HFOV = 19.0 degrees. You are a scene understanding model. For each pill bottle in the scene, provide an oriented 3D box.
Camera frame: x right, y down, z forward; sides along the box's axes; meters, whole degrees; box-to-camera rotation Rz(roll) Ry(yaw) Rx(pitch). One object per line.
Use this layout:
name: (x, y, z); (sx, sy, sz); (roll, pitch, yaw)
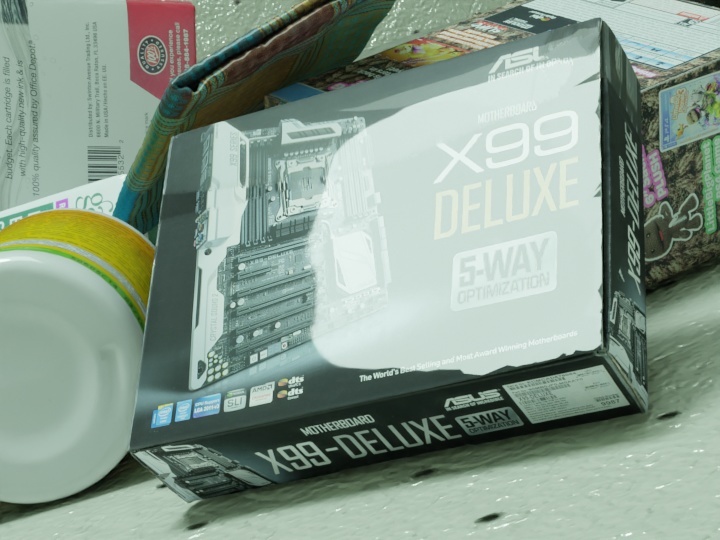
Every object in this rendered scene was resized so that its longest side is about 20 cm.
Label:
pill bottle: (-0.142, 0.031, 1.014); (0.111, 0.111, 0.200); (-16, 9, 5)

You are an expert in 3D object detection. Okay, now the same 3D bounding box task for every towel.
towel: (-0.051, -0.085, 1.064); (0.147, 0.022, 0.200); (-35, -5, -21)

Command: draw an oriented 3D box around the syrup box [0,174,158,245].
syrup box: (-0.195, 0.019, 1.191); (0.200, 0.079, 0.081); (-16, -24, 18)

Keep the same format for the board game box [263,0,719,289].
board game box: (0.084, -0.055, 1.020); (0.200, 0.097, 0.159); (-23, 27, -26)

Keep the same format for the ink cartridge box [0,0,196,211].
ink cartridge box: (-0.201, -0.086, 1.265); (0.200, 0.145, 0.084); (-1, -3, -27)

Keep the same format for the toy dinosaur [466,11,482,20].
toy dinosaur: (0.105, -0.087, 1.184); (0.200, 0.048, 0.088); (24, -1, -41)

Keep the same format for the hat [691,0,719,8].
hat: (0.211, -0.149, 1.376); (0.081, 0.201, 0.201); (-47, 6, 8)

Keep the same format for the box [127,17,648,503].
box: (0.013, -0.003, 0.848); (0.200, 0.050, 0.158); (-13, 52, 24)
